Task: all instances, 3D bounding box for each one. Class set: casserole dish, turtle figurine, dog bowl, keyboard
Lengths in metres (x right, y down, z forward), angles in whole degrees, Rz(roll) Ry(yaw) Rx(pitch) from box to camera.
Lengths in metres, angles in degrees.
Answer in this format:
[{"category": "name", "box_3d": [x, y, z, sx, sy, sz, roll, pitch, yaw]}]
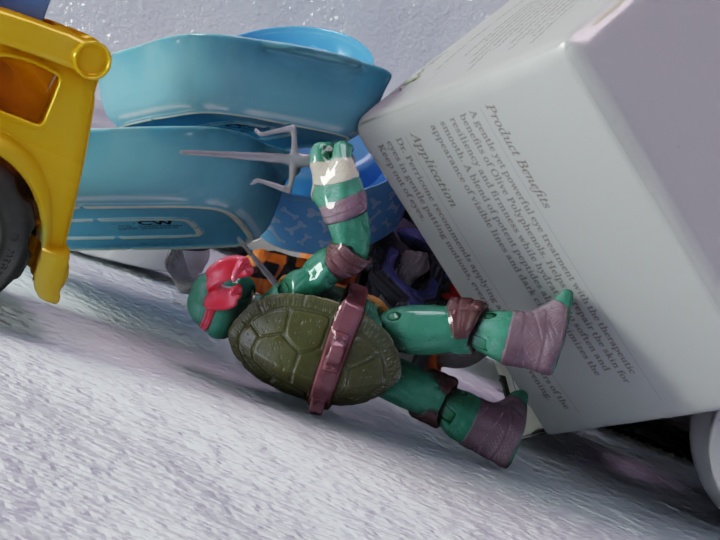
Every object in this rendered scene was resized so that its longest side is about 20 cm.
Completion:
[{"category": "casserole dish", "box_3d": [-0.132, -0.040, 1.051, 0.199, 0.039, 0.121, -2, -13, 9]}, {"category": "casserole dish", "box_3d": [-0.066, -0.090, 1.053, 0.121, 0.039, 0.200, 8, -5, -27]}, {"category": "turtle figurine", "box_3d": [-0.008, 0.023, 0.958, 0.199, 0.101, 0.150, 20, -36, -1]}, {"category": "dog bowl", "box_3d": [-0.033, -0.077, 1.186, 0.111, 0.050, 0.200, -11, 35, -12]}, {"category": "keyboard", "box_3d": [0.179, 0.100, 1.250, 0.199, 0.021, 0.127, 20, -2, 21]}]

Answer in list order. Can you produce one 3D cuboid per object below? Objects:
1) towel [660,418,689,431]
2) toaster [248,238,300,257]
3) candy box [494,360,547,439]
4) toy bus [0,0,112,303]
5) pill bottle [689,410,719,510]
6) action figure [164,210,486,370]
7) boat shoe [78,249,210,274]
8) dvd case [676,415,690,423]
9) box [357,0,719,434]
[{"category": "towel", "box_3d": [0.160, 0.067, 1.355, 0.199, 0.035, 0.133, 21, -4, 17]}, {"category": "toaster", "box_3d": [-0.016, -0.052, 1.594, 0.180, 0.119, 0.200, 21, 5, 14]}, {"category": "candy box", "box_3d": [0.100, -0.011, 1.145, 0.061, 0.201, 0.136, -15, -2, 13]}, {"category": "toy bus", "box_3d": [-0.210, -0.094, 0.896, 0.199, 0.193, 0.136, 16, 7, -20]}, {"category": "pill bottle", "box_3d": [0.233, 0.084, 1.064, 0.115, 0.116, 0.200, 20, 4, 9]}, {"category": "action figure", "box_3d": [0.000, 0.000, 1.214, 0.193, 0.105, 0.200, 25, 27, 7]}, {"category": "boat shoe", "box_3d": [-0.183, -0.053, 1.240, 0.199, 0.070, 0.071, 18, 5, -7]}, {"category": "dvd case", "box_3d": [0.243, 0.051, 1.204, 0.199, 0.151, 0.025, 23, 48, 3]}, {"category": "box", "box_3d": [0.152, -0.058, 1.004, 0.171, 0.200, 0.199, -16, -69, 54]}]
